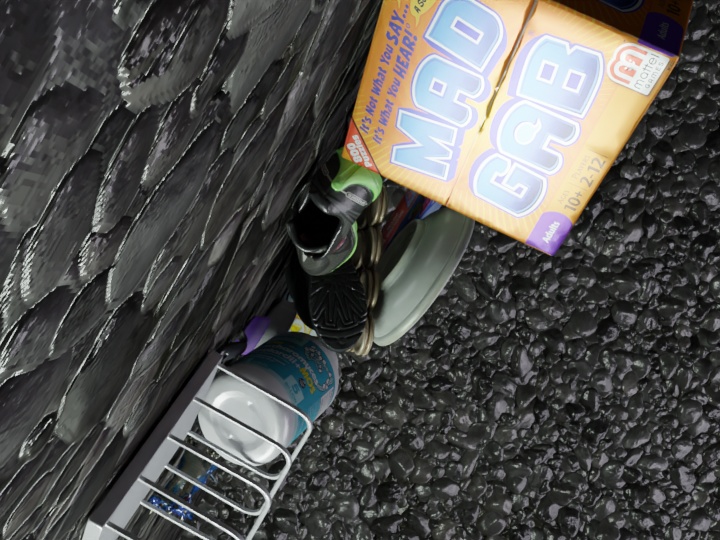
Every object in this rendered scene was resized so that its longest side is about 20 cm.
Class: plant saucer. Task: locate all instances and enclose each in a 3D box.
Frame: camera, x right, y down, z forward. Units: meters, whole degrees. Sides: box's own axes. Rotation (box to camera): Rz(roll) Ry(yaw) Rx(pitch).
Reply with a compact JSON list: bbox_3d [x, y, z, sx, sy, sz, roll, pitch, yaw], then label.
[{"bbox_3d":[0.059,-0.006,0.929,0.200,0.050,0.200,-53,-169,15],"label":"plant saucer"}]

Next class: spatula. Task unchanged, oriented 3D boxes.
[{"bbox_3d":[-0.135,0.081,0.869,0.057,0.021,0.200,-56,180,3],"label":"spatula"}]

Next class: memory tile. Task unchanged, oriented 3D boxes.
[{"bbox_3d":[0.000,0.000,0.941,0.153,0.017,0.201,171,-74,-75],"label":"memory tile"}]

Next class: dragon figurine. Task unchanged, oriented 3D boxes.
[{"bbox_3d":[-0.223,0.274,0.977,0.100,0.059,0.200,-60,179,-23],"label":"dragon figurine"}]

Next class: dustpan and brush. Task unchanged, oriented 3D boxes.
[{"bbox_3d":[-0.125,0.105,1.112,0.140,0.057,0.200,-60,178,-8],"label":"dustpan and brush"}]

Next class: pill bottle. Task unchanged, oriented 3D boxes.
[{"bbox_3d":[-0.094,0.138,0.901,0.111,0.111,0.200,-60,169,21],"label":"pill bottle"}]

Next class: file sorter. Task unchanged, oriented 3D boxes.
[{"bbox_3d":[-0.148,0.206,0.702,0.139,0.124,0.200,-61,179,41],"label":"file sorter"}]

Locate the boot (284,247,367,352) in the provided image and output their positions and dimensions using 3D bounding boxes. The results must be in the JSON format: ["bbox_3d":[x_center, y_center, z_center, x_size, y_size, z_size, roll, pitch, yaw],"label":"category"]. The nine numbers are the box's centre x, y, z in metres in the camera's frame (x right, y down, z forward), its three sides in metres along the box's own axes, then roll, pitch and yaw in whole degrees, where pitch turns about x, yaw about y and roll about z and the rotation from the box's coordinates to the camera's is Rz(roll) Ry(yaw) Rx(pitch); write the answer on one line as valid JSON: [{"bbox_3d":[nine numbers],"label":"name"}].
[{"bbox_3d":[-0.050,0.039,0.946,0.200,0.065,0.166,123,-41,-67],"label":"boot"}]

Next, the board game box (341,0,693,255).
[{"bbox_3d":[0.130,-0.179,0.632,0.200,0.199,0.200,-60,173,-41],"label":"board game box"}]

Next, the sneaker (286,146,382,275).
[{"bbox_3d":[-0.042,-0.047,0.757,0.084,0.077,0.200,-41,168,-25],"label":"sneaker"}]

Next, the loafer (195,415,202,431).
[{"bbox_3d":[-0.124,0.164,1.004,0.200,0.071,0.068,-25,167,-44],"label":"loafer"}]

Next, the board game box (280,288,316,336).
[{"bbox_3d":[-0.095,0.094,1.272,0.201,0.103,0.105,-60,180,-3],"label":"board game box"}]

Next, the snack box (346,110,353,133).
[{"bbox_3d":[0.045,-0.230,0.803,0.201,0.024,0.072,-60,-179,-4],"label":"snack box"}]

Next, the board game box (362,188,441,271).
[{"bbox_3d":[0.067,-0.068,1.005,0.103,0.019,0.200,-19,146,-59],"label":"board game box"}]
